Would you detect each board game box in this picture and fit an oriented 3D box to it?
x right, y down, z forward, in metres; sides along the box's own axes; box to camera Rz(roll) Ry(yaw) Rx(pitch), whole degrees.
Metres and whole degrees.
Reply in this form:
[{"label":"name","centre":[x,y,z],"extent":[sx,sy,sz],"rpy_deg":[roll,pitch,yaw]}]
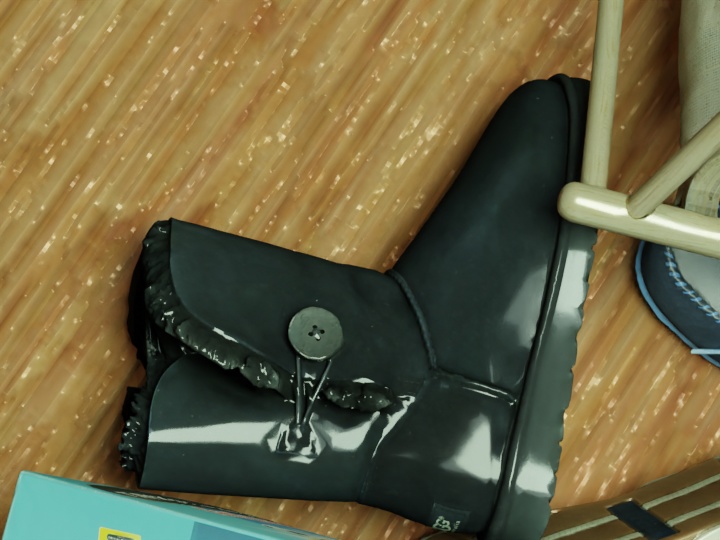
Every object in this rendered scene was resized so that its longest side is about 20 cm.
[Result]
[{"label":"board game box","centre":[-0.001,0.118,0.867],"extent":[0.199,0.151,0.047],"rpy_deg":[13,85,24]}]

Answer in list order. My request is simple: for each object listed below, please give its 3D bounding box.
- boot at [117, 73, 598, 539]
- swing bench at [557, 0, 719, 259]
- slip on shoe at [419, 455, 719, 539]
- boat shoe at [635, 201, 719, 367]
[{"label":"boot","centre":[0.000,0.000,0.971],"extent":[0.167,0.076,0.201],"rpy_deg":[13,69,-7]},{"label":"swing bench","centre":[0.196,-0.085,0.977],"extent":[0.199,0.130,0.200],"rpy_deg":[26,48,-18]},{"label":"slip on shoe","centre":[0.094,0.124,0.989],"extent":[0.199,0.076,0.061],"rpy_deg":[-17,113,-17]},{"label":"boat shoe","centre":[0.210,0.022,1.033],"extent":[0.199,0.069,0.085],"rpy_deg":[22,77,-12]}]
